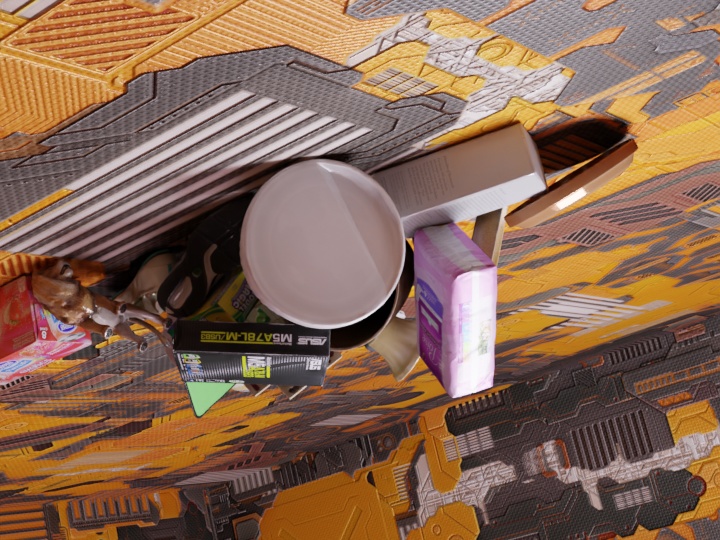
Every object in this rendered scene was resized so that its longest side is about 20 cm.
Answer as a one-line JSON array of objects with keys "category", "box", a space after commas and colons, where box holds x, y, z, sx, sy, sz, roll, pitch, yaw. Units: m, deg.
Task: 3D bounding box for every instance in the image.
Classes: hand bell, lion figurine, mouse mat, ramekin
[{"category": "hand bell", "box": [-0.004, 0.068, 1.861, 0.199, 0.105, 0.104, 30, 153, -10]}, {"category": "lion figurine", "box": [-0.342, 0.056, 1.693, 0.122, 0.073, 0.200, 19, 167, 28]}, {"category": "mouse mat", "box": [-0.192, 0.099, 1.847, 0.007, 0.162, 0.200, 17, -136, 33]}, {"category": "ramekin", "box": [-0.054, -0.027, 1.537, 0.201, 0.204, 0.094, -9, 176, -19]}]

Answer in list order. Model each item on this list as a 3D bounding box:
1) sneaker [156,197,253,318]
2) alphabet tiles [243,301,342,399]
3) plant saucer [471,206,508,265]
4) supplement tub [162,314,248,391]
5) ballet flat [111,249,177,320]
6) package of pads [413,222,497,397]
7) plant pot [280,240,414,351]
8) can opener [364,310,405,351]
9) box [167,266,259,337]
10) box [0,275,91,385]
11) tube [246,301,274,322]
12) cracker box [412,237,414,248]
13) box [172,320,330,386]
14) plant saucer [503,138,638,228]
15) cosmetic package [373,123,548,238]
[{"category": "sneaker", "box": [-0.184, -0.037, 1.648, 0.201, 0.076, 0.116, -45, -167, 25]}, {"category": "alphabet tiles", "box": [-0.127, 0.078, 1.768, 0.166, 0.200, 0.006, -37, 162, -26]}, {"category": "plant saucer", "box": [0.172, -0.036, 1.752, 0.035, 0.202, 0.200, 11, 168, 8]}, {"category": "supplement tub", "box": [-0.208, 0.109, 1.983, 0.144, 0.147, 0.200, -17, 166, 14]}, {"category": "ballet flat", "box": [-0.295, 0.035, 1.767, 0.069, 0.070, 0.200, -6, 164, -27]}, {"category": "package of pads", "box": [0.121, 0.050, 1.655, 0.075, 0.121, 0.201, -15, 126, -17]}, {"category": "plant pot", "box": [0.000, 0.000, 1.762, 0.186, 0.188, 0.200, -20, 179, 23]}, {"category": "can opener", "box": [-0.023, 0.102, 1.960, 0.198, 0.067, 0.053, -12, 165, -4]}, {"category": "box", "box": [-0.170, 0.034, 1.667, 0.200, 0.048, 0.118, -24, -154, 55]}, {"category": "box", "box": [-0.472, 0.085, 1.740, 0.199, 0.096, 0.099, -23, 162, 33]}, {"category": "tube", "box": [-0.154, 0.059, 1.804, 0.200, 0.077, 0.051, -44, 157, -23]}, {"category": "cracker box", "box": [0.108, -0.020, 1.819, 0.057, 0.135, 0.200, -13, 166, 1]}, {"category": "box", "box": [-0.137, 0.108, 1.629, 0.191, 0.048, 0.200, 4, 164, -4]}, {"category": "plant saucer", "box": [0.282, -0.110, 1.698, 0.199, 0.032, 0.200, -32, -178, 1]}, {"category": "cosmetic package", "box": [0.128, -0.111, 1.617, 0.198, 0.072, 0.101, -18, 166, 15]}]
